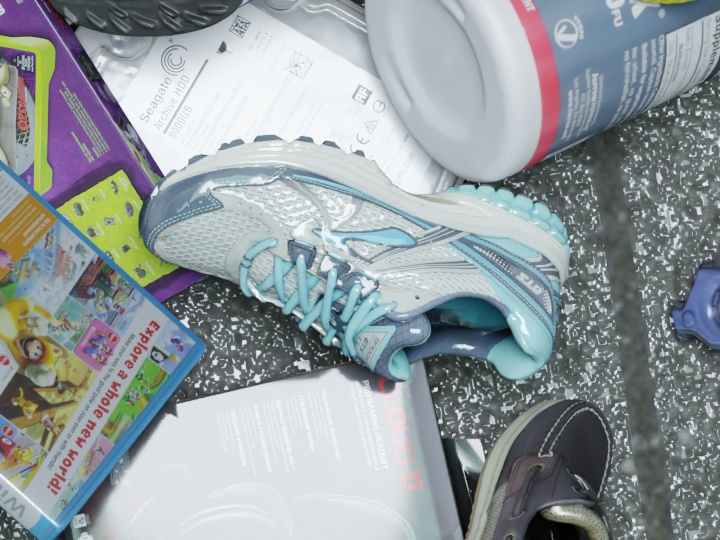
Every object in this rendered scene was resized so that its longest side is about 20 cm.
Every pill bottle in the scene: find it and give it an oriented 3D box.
[{"bbox_3d":[0.113,-0.131,1.101,0.199,0.120,0.120,-26,87,-26],"label":"pill bottle"}]

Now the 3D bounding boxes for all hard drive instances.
[{"bbox_3d":[-0.046,-0.073,1.140,0.199,0.038,0.140,30,83,0],"label":"hard drive"}]

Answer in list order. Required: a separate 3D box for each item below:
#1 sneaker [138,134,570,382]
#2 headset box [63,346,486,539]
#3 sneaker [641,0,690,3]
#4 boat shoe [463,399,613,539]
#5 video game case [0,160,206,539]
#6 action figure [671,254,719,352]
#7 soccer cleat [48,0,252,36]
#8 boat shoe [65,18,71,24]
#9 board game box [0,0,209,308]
[{"bbox_3d":[0.000,0.000,1.050,0.199,0.078,0.087,8,55,-11],"label":"sneaker"},{"bbox_3d":[-0.035,0.125,1.103,0.199,0.077,0.150,-12,86,-4],"label":"headset box"},{"bbox_3d":[0.083,-0.196,0.995,0.200,0.074,0.083,36,66,-26],"label":"sneaker"},{"bbox_3d":[0.083,0.125,1.065,0.065,0.200,0.072,-14,112,33],"label":"boat shoe"},{"bbox_3d":[-0.174,0.009,1.028,0.200,0.018,0.143,42,39,-4],"label":"video game case"},{"bbox_3d":[0.254,0.001,1.109,0.104,0.200,0.194,14,91,-40],"label":"action figure"},{"bbox_3d":[-0.048,-0.158,1.060,0.199,0.073,0.068,-17,110,14],"label":"soccer cleat"},{"bbox_3d":[-0.133,-0.170,1.106,0.201,0.063,0.074,-38,45,8],"label":"boat shoe"},{"bbox_3d":[-0.168,-0.056,1.094,0.120,0.032,0.200,-29,100,12],"label":"board game box"}]
